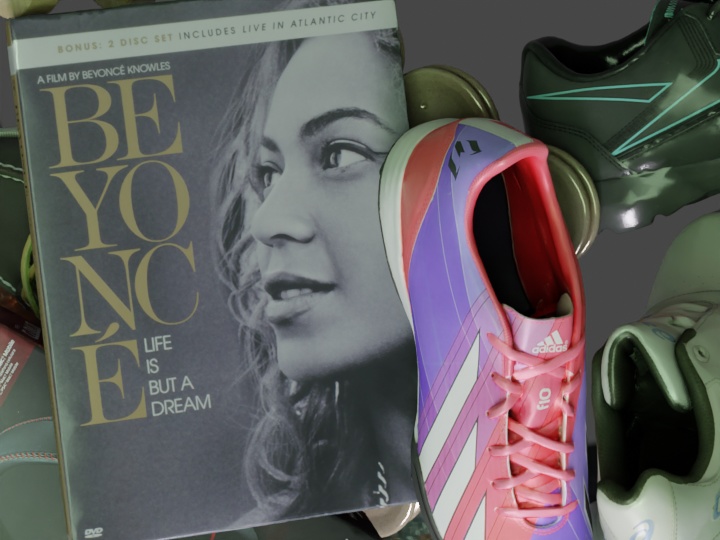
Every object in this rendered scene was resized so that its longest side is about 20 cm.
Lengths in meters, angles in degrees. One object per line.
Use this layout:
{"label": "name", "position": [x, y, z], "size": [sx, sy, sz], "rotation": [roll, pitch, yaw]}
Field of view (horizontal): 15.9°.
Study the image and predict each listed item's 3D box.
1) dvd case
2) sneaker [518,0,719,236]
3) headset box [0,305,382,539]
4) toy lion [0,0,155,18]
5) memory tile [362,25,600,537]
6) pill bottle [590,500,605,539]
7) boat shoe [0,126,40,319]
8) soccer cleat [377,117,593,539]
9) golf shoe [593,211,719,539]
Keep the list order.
{"label": "dvd case", "position": [-0.048, -0.003, 0.972], "size": [0.148, 0.016, 0.202], "rotation": [-7, 93, -13]}
{"label": "sneaker", "position": [0.153, -0.072, 0.982], "size": [0.199, 0.075, 0.080], "rotation": [-15, 103, 16]}
{"label": "headset box", "position": [-0.114, 0.117, 1.018], "size": [0.199, 0.075, 0.149], "rotation": [31, 90, -7]}
{"label": "toy lion", "position": [-0.098, -0.218, 0.943], "size": [0.200, 0.068, 0.193], "rotation": [-41, 65, 49]}
{"label": "memory tile", "position": [0.000, 0.000, 1.040], "size": [0.153, 0.017, 0.201], "rotation": [39, 122, 13]}
{"label": "pill bottle", "position": [0.172, 0.105, 1.019], "size": [0.199, 0.111, 0.112], "rotation": [-23, 103, 18]}
{"label": "boat shoe", "position": [-0.101, -0.001, 1.048], "size": [0.200, 0.061, 0.072], "rotation": [23, 119, 19]}
{"label": "soccer cleat", "position": [0.057, 0.042, 0.959], "size": [0.068, 0.073, 0.202], "rotation": [-15, 99, -27]}
{"label": "golf shoe", "position": [0.125, 0.037, 0.944], "size": [0.078, 0.201, 0.097], "rotation": [-17, 131, 25]}
